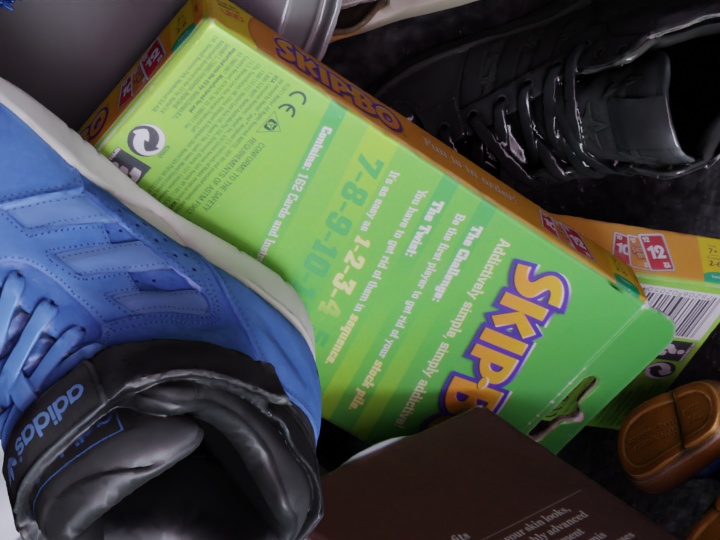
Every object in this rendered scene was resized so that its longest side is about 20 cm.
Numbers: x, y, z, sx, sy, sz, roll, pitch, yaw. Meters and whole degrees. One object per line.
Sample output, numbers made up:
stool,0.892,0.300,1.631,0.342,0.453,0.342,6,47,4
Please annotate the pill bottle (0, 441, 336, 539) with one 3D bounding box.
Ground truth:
pill bottle,-0.084,0.076,0.783,0.200,0.114,0.114,41,91,-25

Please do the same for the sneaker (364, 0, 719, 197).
sneaker,0.081,-0.059,0.806,0.199,0.104,0.060,-29,110,-6

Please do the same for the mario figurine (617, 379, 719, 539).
mario figurine,0.170,0.110,0.871,0.200,0.106,0.124,21,69,-41

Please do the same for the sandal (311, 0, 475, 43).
sandal,-0.021,-0.101,0.793,0.199,0.054,0.081,-18,108,-10

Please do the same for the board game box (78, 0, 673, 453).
board game box,0.000,0.000,0.750,0.200,0.030,0.096,33,114,-26

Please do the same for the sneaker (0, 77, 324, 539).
sneaker,-0.092,0.017,0.652,0.200,0.111,0.077,32,115,-27

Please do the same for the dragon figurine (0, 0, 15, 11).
dragon figurine,-0.064,-0.122,0.650,0.099,0.200,0.059,-40,102,-27

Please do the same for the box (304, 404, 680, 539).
box,0.066,0.128,0.693,0.100,0.200,0.075,-20,133,-40

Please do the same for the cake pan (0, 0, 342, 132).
cake pan,-0.103,-0.107,0.746,0.199,0.037,0.201,1,103,4

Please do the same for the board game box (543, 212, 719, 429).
board game box,0.023,0.012,0.822,0.199,0.030,0.096,6,143,-19
